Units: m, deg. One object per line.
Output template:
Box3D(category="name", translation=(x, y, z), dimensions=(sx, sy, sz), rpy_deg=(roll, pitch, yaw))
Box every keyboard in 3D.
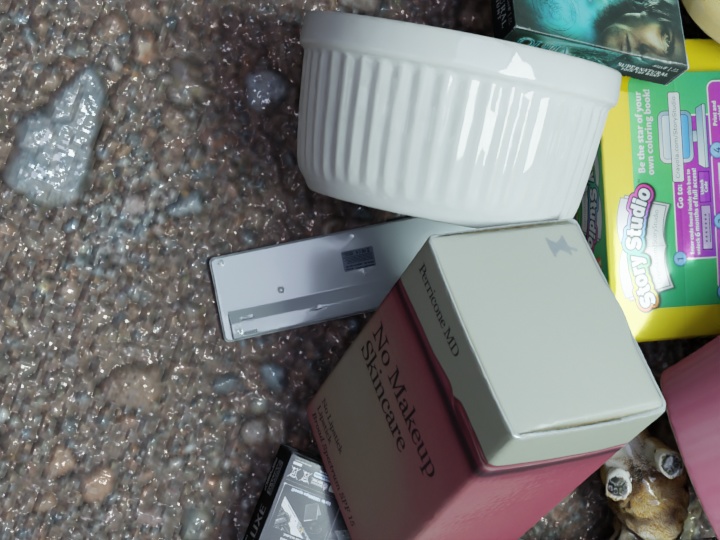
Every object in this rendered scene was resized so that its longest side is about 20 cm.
Box3D(category="keyboard", translation=(0.000, 0.000, 0.911), dimensions=(0.197, 0.011, 0.057), rpy_deg=(-12, 87, -13))

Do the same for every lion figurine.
Box3D(category="lion figurine", translation=(0.157, 0.099, 0.905), dimensions=(0.072, 0.122, 0.202), rpy_deg=(-28, 81, 3))

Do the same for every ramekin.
Box3D(category="ramekin", translation=(0.053, -0.087, 0.832), dimensions=(0.197, 0.200, 0.106), rpy_deg=(10, 97, -12))

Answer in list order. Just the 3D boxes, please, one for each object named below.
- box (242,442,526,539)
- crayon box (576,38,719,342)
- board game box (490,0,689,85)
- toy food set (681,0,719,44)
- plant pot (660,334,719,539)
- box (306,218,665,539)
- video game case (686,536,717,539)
Box3D(category="box", translation=(0.012, 0.225, 0.889), dimensions=(0.198, 0.050, 0.159), rpy_deg=(22, 85, -11))
Box3D(category="crayon box", translation=(0.237, -0.056, 0.937), dimensions=(0.170, 0.058, 0.203), rpy_deg=(-3, 90, -11))
Box3D(category="board game box", translation=(0.141, -0.225, 0.884), dimensions=(0.134, 0.028, 0.203), rpy_deg=(7, 66, -25))
Box3D(category="toy food set", translation=(0.310, -0.206, 0.925), dimensions=(0.198, 0.049, 0.200), rpy_deg=(17, 60, -1))
Box3D(category="plant pot", translation=(0.295, 0.092, 0.848), dimensions=(0.177, 0.200, 0.202), rpy_deg=(-24, 95, 17))
Box3D(category="box", translation=(0.064, 0.081, 0.800), dimensions=(0.108, 0.201, 0.129), rpy_deg=(-7, 60, -30))
Box3D(category="video game case", translation=(0.161, 0.267, 0.887), dimensions=(0.198, 0.024, 0.185), rpy_deg=(0, 107, -26))
